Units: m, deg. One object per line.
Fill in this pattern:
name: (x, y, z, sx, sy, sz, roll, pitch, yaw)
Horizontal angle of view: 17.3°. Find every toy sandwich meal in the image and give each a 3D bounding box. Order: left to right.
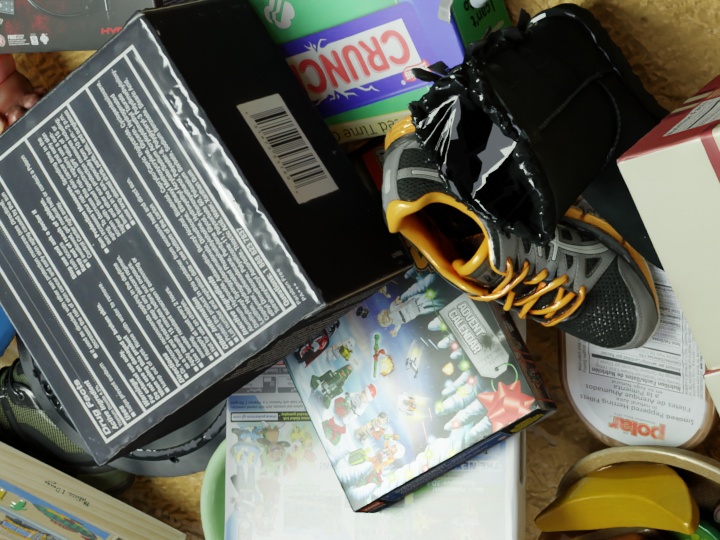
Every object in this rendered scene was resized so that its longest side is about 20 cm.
toy sandwich meal: (0.192, 0.192, 1.484, 0.205, 0.070, 0.206, 22, 140, 20)

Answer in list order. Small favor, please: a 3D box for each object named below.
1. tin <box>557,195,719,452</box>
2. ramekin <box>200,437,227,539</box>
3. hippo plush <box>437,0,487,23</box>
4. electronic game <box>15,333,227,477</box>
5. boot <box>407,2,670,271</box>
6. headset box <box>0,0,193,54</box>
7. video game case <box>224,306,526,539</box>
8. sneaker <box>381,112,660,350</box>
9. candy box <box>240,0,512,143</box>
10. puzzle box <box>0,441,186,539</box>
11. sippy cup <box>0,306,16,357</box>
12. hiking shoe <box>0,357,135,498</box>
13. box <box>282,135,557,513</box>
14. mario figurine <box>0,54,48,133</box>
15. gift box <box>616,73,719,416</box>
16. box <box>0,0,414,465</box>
tin: (0.173, 0.024, 1.446, 0.112, 0.042, 0.201, 14, 123, 31)
ramekin: (0.001, 0.164, 1.597, 0.199, 0.098, 0.201, 15, 123, 25)
hippo plush: (0.131, -0.214, 1.255, 0.160, 0.159, 0.201, 14, 106, 15)
electronic game: (-0.149, 0.049, 1.650, 0.199, 0.042, 0.201, 6, 109, 18)
boot: (0.122, -0.056, 1.311, 0.073, 0.162, 0.199, -36, 90, 34)
headset box: (-0.176, -0.242, 1.483, 0.148, 0.077, 0.201, 2, 111, 34)
video game case: (0.008, 0.089, 1.488, 0.199, 0.022, 0.183, -2, 83, 23)
sneaker: (0.089, -0.008, 1.392, 0.200, 0.077, 0.078, 34, 131, -11)
candy box: (-0.012, -0.181, 1.422, 0.169, 0.077, 0.201, -10, 111, 35)
puzzle box: (-0.235, 0.175, 1.732, 0.199, 0.025, 0.133, 27, 154, -8)
sippy cup: (-0.306, 0.018, 1.667, 0.130, 0.139, 0.179, 8, 109, 52)
hiking shoe: (-0.252, 0.094, 1.749, 0.199, 0.076, 0.101, 17, 116, 14)
box: (0.016, 0.030, 1.457, 0.137, 0.040, 0.201, -31, 73, 16)
mario figurine: (-0.207, -0.071, 1.583, 0.199, 0.106, 0.123, 24, 166, 5)
gift box: (0.274, -0.023, 1.256, 0.200, 0.184, 0.187, -13, 106, 44)
box: (-0.113, -0.026, 1.412, 0.198, 0.123, 0.200, -35, 84, 30)
